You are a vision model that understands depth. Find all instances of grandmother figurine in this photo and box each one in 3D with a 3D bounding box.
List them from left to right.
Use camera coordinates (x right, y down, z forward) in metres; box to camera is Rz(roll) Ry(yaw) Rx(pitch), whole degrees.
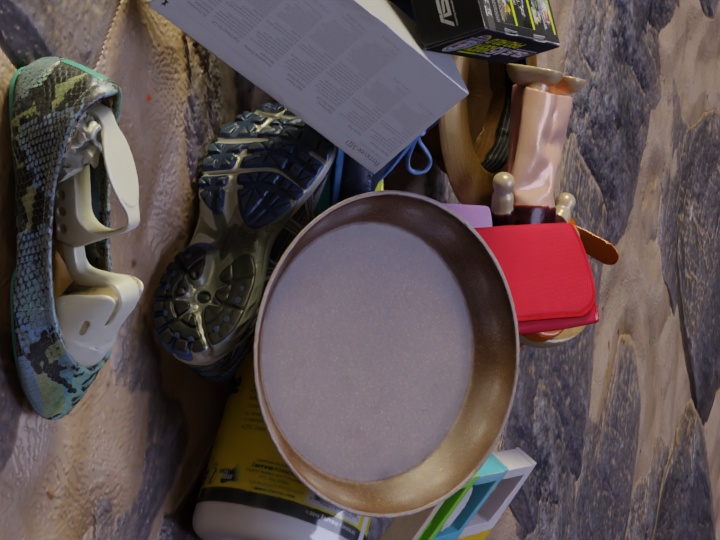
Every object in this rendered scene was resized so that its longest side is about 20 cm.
[{"bbox_3d":[0.126,-0.049,1.402,0.121,0.060,0.201,8,92,-47],"label":"grandmother figurine"}]

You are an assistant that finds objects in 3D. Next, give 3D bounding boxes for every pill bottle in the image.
[{"bbox_3d":[-0.031,0.091,1.217,0.112,0.112,0.201,50,51,-59],"label":"pill bottle"}]

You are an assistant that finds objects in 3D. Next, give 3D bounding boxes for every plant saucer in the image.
[{"bbox_3d":[0.012,0.052,1.152,0.199,0.034,0.201,1,88,-34],"label":"plant saucer"}]

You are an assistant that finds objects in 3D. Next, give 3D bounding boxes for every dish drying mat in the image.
[{"bbox_3d":[0.092,0.007,1.265,0.199,0.018,0.077,-5,76,-44],"label":"dish drying mat"}]

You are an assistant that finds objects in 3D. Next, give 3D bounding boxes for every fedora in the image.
[{"bbox_3d":[0.072,-0.140,1.420,0.200,0.081,0.202,7,90,-66],"label":"fedora"}]

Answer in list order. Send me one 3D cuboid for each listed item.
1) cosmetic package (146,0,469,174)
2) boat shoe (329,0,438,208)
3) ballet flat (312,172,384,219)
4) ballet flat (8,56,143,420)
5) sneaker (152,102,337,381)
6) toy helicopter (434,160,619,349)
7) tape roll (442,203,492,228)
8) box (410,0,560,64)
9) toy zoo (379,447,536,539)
[{"bbox_3d":[-0.032,-0.143,1.097,0.200,0.082,0.051,35,23,-39],"label":"cosmetic package"},{"bbox_3d":[0.026,-0.120,1.250,0.084,0.068,0.201,107,-2,-58],"label":"boat shoe"},{"bbox_3d":[0.000,0.000,1.322,0.067,0.066,0.201,-41,131,-59],"label":"ballet flat"},{"bbox_3d":[-0.148,-0.011,0.982,0.074,0.074,0.201,-36,129,-58],"label":"ballet flat"},{"bbox_3d":[-0.069,-0.019,1.170,0.201,0.077,0.085,-62,159,-24],"label":"sneaker"},{"bbox_3d":[0.125,-0.034,1.499,0.132,0.079,0.201,-27,87,-34],"label":"toy helicopter"},{"bbox_3d":[0.057,0.051,1.366,0.200,0.065,0.201,-177,-90,-88],"label":"tape roll"},{"bbox_3d":[0.061,-0.235,1.172,0.160,0.044,0.201,-9,84,-68],"label":"box"},{"bbox_3d":[0.060,0.186,1.317,0.131,0.020,0.200,-55,160,12],"label":"toy zoo"}]
